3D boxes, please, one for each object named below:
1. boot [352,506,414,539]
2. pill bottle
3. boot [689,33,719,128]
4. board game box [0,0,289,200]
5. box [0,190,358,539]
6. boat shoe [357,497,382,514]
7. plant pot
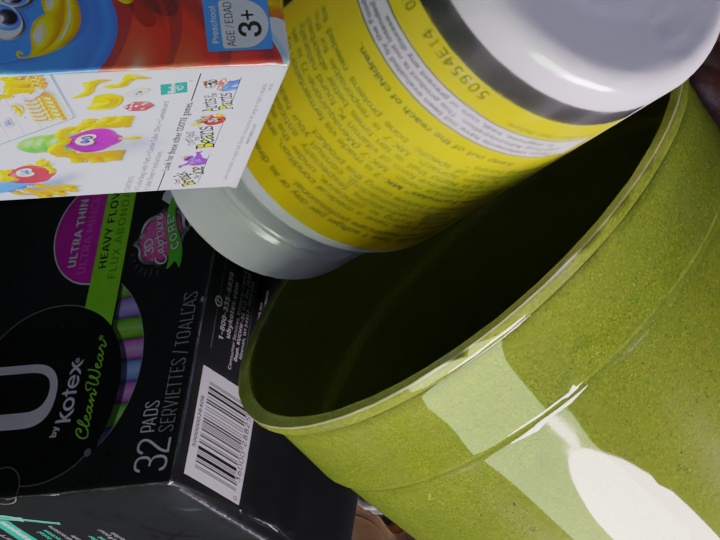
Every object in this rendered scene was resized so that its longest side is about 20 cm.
[{"bbox_3d":[-0.023,0.215,1.756,0.199,0.077,0.155,-2,166,-41],"label":"boot"},{"bbox_3d":[0.019,-0.073,0.806,0.114,0.115,0.200,4,158,-34],"label":"pill bottle"},{"bbox_3d":[0.193,-0.015,0.907,0.186,0.064,0.201,23,135,31],"label":"boot"},{"bbox_3d":[-0.133,-0.084,0.723,0.199,0.104,0.105,-4,162,-14],"label":"board game box"},{"bbox_3d":[-0.109,0.048,0.983,0.199,0.149,0.124,-8,151,33],"label":"box"},{"bbox_3d":[0.025,0.081,1.149,0.068,0.072,0.200,-10,173,-7],"label":"boat shoe"},{"bbox_3d":[0.091,0.050,0.884,0.200,0.201,0.193,-24,116,40],"label":"plant pot"}]
